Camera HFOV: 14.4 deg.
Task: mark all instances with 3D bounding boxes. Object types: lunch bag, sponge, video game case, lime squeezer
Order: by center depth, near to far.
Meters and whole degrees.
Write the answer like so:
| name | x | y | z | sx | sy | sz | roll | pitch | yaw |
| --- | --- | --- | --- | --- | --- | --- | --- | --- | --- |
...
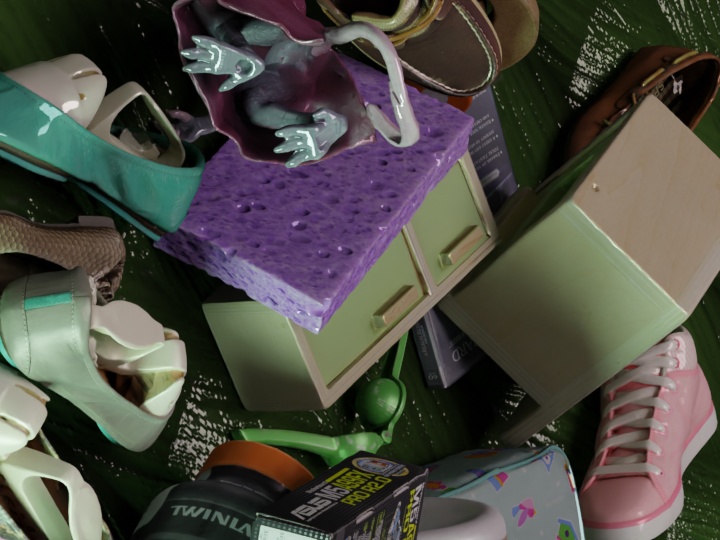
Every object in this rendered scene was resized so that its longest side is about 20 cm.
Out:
| name | x | y | z | sx | sy | sz | roll | pitch | yaw |
| --- | --- | --- | --- | --- | --- | --- | --- | --- | --- |
| sponge | -0.025 | -0.051 | 1.652 | 0.200 | 0.112 | 0.030 | -51 | 162 | -44 |
| lime squeezer | -0.006 | 0.079 | 1.728 | 0.071 | 0.038 | 0.200 | 49 | 45 | -1 |
| lunch bag | 0.067 | 0.200 | 1.772 | 0.200 | 0.077 | 0.160 | -18 | 101 | -54 |
| video game case | 0.059 | -0.042 | 1.845 | 0.143 | 0.019 | 0.200 | -35 | 115 | -51 |

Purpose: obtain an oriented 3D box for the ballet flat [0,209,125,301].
| name | x | y | z | sx | sy | sz | roll | pitch | yaw |
| --- | --- | --- | --- | --- | --- | --- | --- | --- | --- |
| ballet flat | -0.185 | 0.000 | 1.454 | 0.200 | 0.067 | 0.046 | -1 | 71 | -60 |

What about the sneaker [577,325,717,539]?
| name | x | y | z | sx | sy | sz | roll | pitch | yaw |
| --- | --- | --- | --- | --- | --- | --- | --- | --- | --- |
| sneaker | 0.187 | 0.104 | 1.956 | 0.200 | 0.075 | 0.105 | -51 | 130 | -54 |

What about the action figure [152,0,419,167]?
| name | x | y | z | sx | sy | sz | roll | pitch | yaw |
| --- | --- | --- | --- | --- | --- | --- | --- | --- | --- |
| action figure | -0.054 | -0.142 | 1.587 | 0.200 | 0.149 | 0.134 | -95 | 175 | -67 |

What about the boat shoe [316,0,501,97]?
| name | x | y | z | sx | sy | sz | roll | pitch | yaw |
| --- | --- | --- | --- | --- | --- | --- | --- | --- | --- |
| boat shoe | 0.012 | -0.158 | 1.663 | 0.200 | 0.072 | 0.072 | 43 | 15 | -31 |

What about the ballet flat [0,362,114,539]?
| name | x | y | z | sx | sy | sz | roll | pitch | yaw |
| --- | --- | --- | --- | --- | --- | --- | --- | --- | --- |
| ballet flat | -0.177 | 0.096 | 1.445 | 0.200 | 0.071 | 0.069 | 58 | 47 | -31 |

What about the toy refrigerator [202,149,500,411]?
| name | x | y | z | sx | sy | sz | roll | pitch | yaw |
| --- | --- | --- | --- | --- | --- | --- | --- | --- | --- |
| toy refrigerator | 0.000 | 0.000 | 1.695 | 0.200 | 0.070 | 0.076 | -42 | 119 | -43 |

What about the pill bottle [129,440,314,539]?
| name | x | y | z | sx | sy | sz | roll | pitch | yaw |
| --- | --- | --- | --- | --- | --- | --- | --- | --- | --- |
| pill bottle | -0.088 | 0.186 | 1.531 | 0.106 | 0.106 | 0.200 | 57 | 43 | -33 |

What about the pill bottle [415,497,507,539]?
| name | x | y | z | sx | sy | sz | roll | pitch | yaw |
| --- | --- | --- | --- | --- | --- | --- | --- | --- | --- |
| pill bottle | 0.033 | 0.237 | 1.626 | 0.116 | 0.116 | 0.200 | -15 | 102 | -55 |

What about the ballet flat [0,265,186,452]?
| name | x | y | z | sx | sy | sz | roll | pitch | yaw |
| --- | --- | --- | --- | --- | --- | --- | --- | --- | --- |
| ballet flat | -0.124 | 0.048 | 1.486 | 0.200 | 0.064 | 0.067 | 42 | 35 | -65 |

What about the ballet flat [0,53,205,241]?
| name | x | y | z | sx | sy | sz | roll | pitch | yaw |
| --- | --- | --- | --- | --- | --- | --- | --- | --- | --- |
| ballet flat | -0.149 | -0.077 | 1.506 | 0.070 | 0.067 | 0.200 | -59 | 145 | 2 |

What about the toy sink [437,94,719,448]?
| name | x | y | z | sx | sy | sz | roll | pitch | yaw |
| --- | --- | --- | --- | --- | --- | --- | --- | --- | --- |
| toy sink | 0.135 | 0.001 | 1.816 | 0.112 | 0.200 | 0.130 | 44 | 47 | -4 |

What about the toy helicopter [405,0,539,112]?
| name | x | y | z | sx | sy | sz | roll | pitch | yaw |
| --- | --- | --- | --- | --- | --- | --- | --- | --- | --- |
| toy helicopter | 0.029 | -0.188 | 1.735 | 0.200 | 0.132 | 0.079 | 34 | 45 | -25 |

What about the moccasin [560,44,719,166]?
| name | x | y | z | sx | sy | sz | roll | pitch | yaw |
| --- | --- | --- | --- | --- | --- | --- | --- | --- | --- |
| moccasin | 0.200 | -0.092 | 1.999 | 0.201 | 0.078 | 0.074 | -46 | 122 | -47 |

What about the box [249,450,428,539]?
| name | x | y | z | sx | sy | sz | roll | pitch | yaw |
| --- | --- | --- | --- | --- | --- | --- | --- | --- | --- |
| box | -0.024 | 0.209 | 1.495 | 0.160 | 0.044 | 0.200 | -25 | 126 | -69 |
